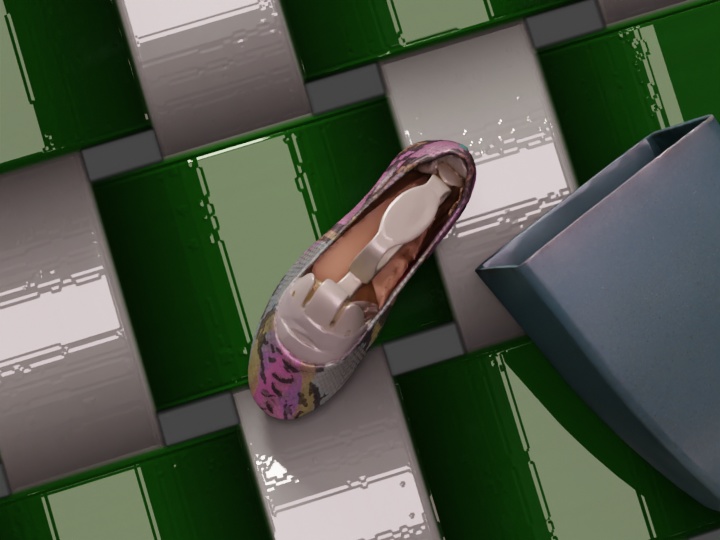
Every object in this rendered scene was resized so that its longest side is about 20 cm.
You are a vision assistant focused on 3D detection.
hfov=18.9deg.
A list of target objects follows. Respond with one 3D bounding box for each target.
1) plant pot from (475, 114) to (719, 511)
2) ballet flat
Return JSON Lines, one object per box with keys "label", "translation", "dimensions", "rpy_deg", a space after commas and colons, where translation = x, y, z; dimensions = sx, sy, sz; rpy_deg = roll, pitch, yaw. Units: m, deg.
{"label": "plant pot", "translation": [0.191, 0.036, 1.260], "dimensions": [0.141, 0.141, 0.201], "rpy_deg": [-37, 93, -6]}
{"label": "ballet flat", "translation": [0.000, 0.000, 1.287], "dimensions": [0.069, 0.071, 0.200], "rpy_deg": [39, 83, 1]}
